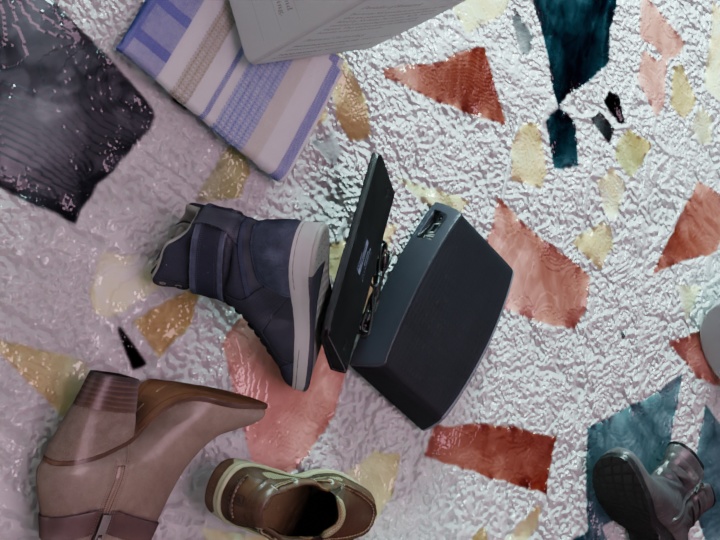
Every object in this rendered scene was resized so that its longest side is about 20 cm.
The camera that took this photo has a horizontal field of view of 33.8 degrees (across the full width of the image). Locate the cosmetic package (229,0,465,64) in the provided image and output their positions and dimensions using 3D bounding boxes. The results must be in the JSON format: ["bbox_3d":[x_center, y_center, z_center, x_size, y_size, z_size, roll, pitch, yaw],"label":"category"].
[{"bbox_3d":[-0.003,-0.294,1.018,0.166,0.200,0.168,-17,89,-45],"label":"cosmetic package"}]

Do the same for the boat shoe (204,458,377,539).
[{"bbox_3d":[-0.043,0.213,1.030,0.202,0.075,0.075,18,87,-49],"label":"boat shoe"}]

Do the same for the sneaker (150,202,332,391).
[{"bbox_3d":[-0.101,0.021,1.022,0.203,0.146,0.077,91,11,-47],"label":"sneaker"}]

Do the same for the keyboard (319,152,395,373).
[{"bbox_3d":[0.000,0.000,1.094,0.127,0.021,0.200,68,34,-56],"label":"keyboard"}]

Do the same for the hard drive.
[{"bbox_3d":[0.079,0.045,1.180,0.135,0.042,0.200,44,61,-31],"label":"hard drive"}]

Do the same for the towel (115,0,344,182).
[{"bbox_3d":[-0.110,-0.189,1.059,0.200,0.024,0.147,38,64,-30],"label":"towel"}]

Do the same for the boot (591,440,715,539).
[{"bbox_3d":[0.342,0.244,1.374,0.132,0.070,0.200,-51,128,-32],"label":"boot"}]

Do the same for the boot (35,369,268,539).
[{"bbox_3d":[-0.171,0.163,0.964,0.200,0.070,0.147,15,86,-40],"label":"boot"}]

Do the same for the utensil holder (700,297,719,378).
[{"bbox_3d":[0.544,0.054,1.481,0.200,0.170,0.170,-35,108,-32],"label":"utensil holder"}]
